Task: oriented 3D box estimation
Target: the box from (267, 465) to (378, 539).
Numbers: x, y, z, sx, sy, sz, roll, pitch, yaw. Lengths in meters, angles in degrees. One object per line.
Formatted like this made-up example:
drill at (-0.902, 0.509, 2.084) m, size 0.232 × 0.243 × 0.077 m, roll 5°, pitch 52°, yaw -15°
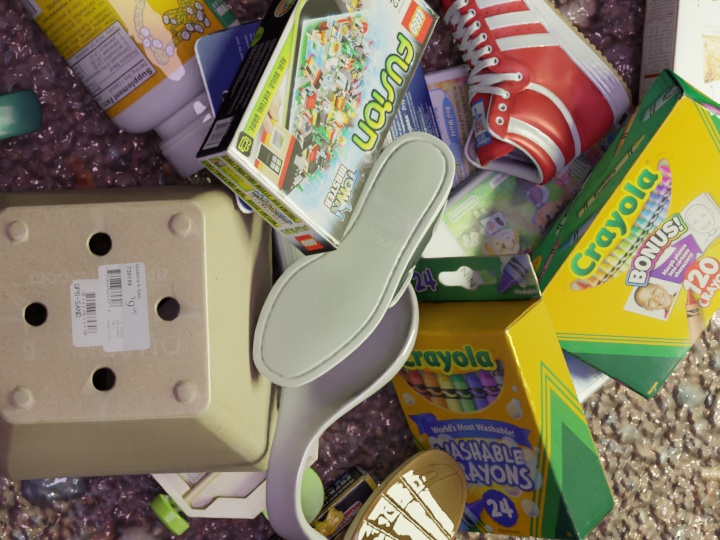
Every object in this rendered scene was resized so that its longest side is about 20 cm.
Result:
box at (-0.026, 0.268, 1.529) m, size 0.200 × 0.049 × 0.160 m, roll -39°, pitch 102°, yaw -5°

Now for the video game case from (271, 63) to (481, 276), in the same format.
video game case at (0.025, -0.034, 1.527) m, size 0.180 × 0.024 × 0.202 m, roll -13°, pitch 96°, yaw -9°

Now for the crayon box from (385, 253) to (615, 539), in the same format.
crayon box at (0.089, 0.090, 1.477) m, size 0.051 × 0.125 × 0.202 m, roll -36°, pitch 114°, yaw -40°

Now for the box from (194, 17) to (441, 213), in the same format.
box at (-0.033, -0.117, 1.433) m, size 0.199 × 0.032 × 0.122 m, roll -20°, pitch 97°, yaw -44°

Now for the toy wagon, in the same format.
toy wagon at (-0.091, 0.116, 1.493) m, size 0.155 × 0.040 × 0.200 m, roll -42°, pitch 91°, yaw -3°

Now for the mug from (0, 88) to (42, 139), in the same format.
mug at (-0.323, -0.094, 1.412) m, size 0.185 × 0.114 × 0.152 m, roll -45°, pitch 100°, yaw -4°

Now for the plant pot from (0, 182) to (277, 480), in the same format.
plant pot at (-0.161, 0.034, 1.388) m, size 0.198 × 0.177 × 0.202 m, roll -2°, pitch 84°, yaw 1°

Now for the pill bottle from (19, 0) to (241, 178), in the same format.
pill bottle at (-0.149, -0.167, 1.439) m, size 0.112 × 0.113 × 0.201 m, roll -38°, pitch 99°, yaw -5°

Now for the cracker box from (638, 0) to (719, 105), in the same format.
cracker box at (0.276, -0.162, 1.531) m, size 0.133 × 0.058 × 0.202 m, roll 4°, pitch 91°, yaw -20°

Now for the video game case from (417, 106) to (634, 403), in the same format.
video game case at (0.154, -0.013, 1.534) m, size 0.200 × 0.022 × 0.183 m, roll -39°, pitch 103°, yaw -14°

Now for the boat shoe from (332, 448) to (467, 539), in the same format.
boat shoe at (-0.002, 0.208, 1.469) m, size 0.072 × 0.072 × 0.201 m, roll 41°, pitch 70°, yaw -23°

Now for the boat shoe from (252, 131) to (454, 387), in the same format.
boat shoe at (0.000, 0.000, 1.421) m, size 0.075 × 0.060 × 0.200 m, roll 38°, pitch 78°, yaw 11°

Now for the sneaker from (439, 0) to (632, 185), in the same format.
sneaker at (0.086, -0.149, 1.483) m, size 0.200 × 0.071 × 0.113 m, roll 43°, pitch 73°, yaw 3°

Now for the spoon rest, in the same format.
spoon rest at (-0.019, 0.086, 1.438) m, size 0.061 × 0.099 × 0.202 m, roll 32°, pitch 72°, yaw -55°

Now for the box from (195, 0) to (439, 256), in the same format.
box at (-0.025, -0.124, 1.397) m, size 0.110 × 0.035 × 0.201 m, roll 41°, pitch 58°, yaw -31°

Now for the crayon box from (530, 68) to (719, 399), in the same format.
crayon box at (0.208, -0.024, 1.471) m, size 0.118 × 0.058 × 0.201 m, roll 29°, pitch 108°, yaw -17°
